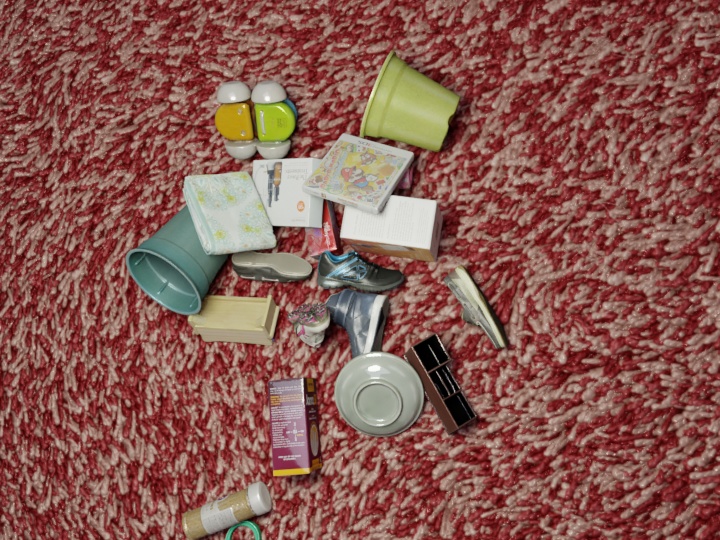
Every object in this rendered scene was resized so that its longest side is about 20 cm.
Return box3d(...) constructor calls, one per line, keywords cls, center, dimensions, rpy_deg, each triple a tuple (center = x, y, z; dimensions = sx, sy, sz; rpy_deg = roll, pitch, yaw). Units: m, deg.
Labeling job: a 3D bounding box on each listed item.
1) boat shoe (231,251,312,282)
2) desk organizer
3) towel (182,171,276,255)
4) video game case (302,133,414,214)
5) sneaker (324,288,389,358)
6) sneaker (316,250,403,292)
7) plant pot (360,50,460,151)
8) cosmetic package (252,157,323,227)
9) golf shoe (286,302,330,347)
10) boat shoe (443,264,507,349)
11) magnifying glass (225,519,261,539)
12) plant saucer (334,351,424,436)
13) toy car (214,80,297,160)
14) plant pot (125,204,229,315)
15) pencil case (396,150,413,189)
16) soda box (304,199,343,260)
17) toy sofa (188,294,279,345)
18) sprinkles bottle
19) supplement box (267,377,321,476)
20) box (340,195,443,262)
box3d(cls="boat shoe", center=(-0.206, -0.004, 1.661), dimensions=(0.196, 0.058, 0.067), rpy_deg=(9, 48, 10))
box3d(cls="desk organizer", center=(0.175, 0.242, 1.511), dimensions=(0.071, 0.077, 0.202), rpy_deg=(-26, 76, -16))
box3d(cls="towel", center=(-0.294, -0.131, 1.583), dimensions=(0.169, 0.048, 0.202), rpy_deg=(-10, 66, -34))
box3d(cls="video game case", center=(-0.003, -0.214, 1.530), dimensions=(0.179, 0.023, 0.201), rpy_deg=(18, 51, 19))
box3d(cls="sneaker", center=(-0.025, 0.143, 1.583), dimensions=(0.144, 0.077, 0.206), rpy_deg=(12, 88, 18))
box3d(cls="sneaker", center=(0.000, 0.000, 1.578), dimensions=(0.196, 0.073, 0.084), rpy_deg=(2, 103, -1))
box3d(cls="plant pot", center=(0.119, -0.360, 1.584), dimensions=(0.182, 0.200, 0.203), rpy_deg=(23, 86, 2))
box3d(cls="cosmetic package", center=(-0.170, -0.177, 1.622), dimensions=(0.198, 0.051, 0.154), rpy_deg=(5, 94, 40))
box3d(cls="golf shoe", center=(-0.099, 0.123, 1.548), dimensions=(0.072, 0.200, 0.093), rpy_deg=(-30, 97, -16))
box3d(cls="boat shoe", center=(0.249, 0.087, 1.538), dimensions=(0.065, 0.072, 0.203), rpy_deg=(-32, 76, 16))
box3d(cls="magnifying glass", center=(-0.299, 0.651, 1.590), dimensions=(0.079, 0.022, 0.201), rpy_deg=(39, 92, 15))
box3d(cls="plant saucer", center=(0.038, 0.277, 1.518), dimensions=(0.196, 0.050, 0.204), rpy_deg=(2, 108, 7))
box3d(cls="toy car", center=(-0.237, -0.363, 1.674), dimensions=(0.196, 0.150, 0.178), rpy_deg=(4, 116, 16))
box3d(cls="plant pot", center=(-0.394, -0.039, 1.612), dimensions=(0.197, 0.202, 0.197), rpy_deg=(22, 52, 14))
box3d(cls="pencil case", center=(0.026, -0.228, 1.626), dimensions=(0.196, 0.087, 0.084), rpy_deg=(-1, 42, 12))
box3d(cls="soda box", center=(-0.096, -0.131, 1.645), dimensions=(0.069, 0.063, 0.204), rpy_deg=(-14, 79, 11))
box3d(cls="toy sofa", center=(-0.292, 0.111, 1.650), dimensions=(0.196, 0.098, 0.084), rpy_deg=(2, 57, 12))
box3d(cls="sprinkles bottle", center=(-0.299, 0.541, 1.582), dimensions=(0.197, 0.068, 0.069), rpy_deg=(-24, 77, 8))
box3d(cls="supplement box", center=(-0.144, 0.341, 1.558), dimensions=(0.084, 0.110, 0.204), rpy_deg=(-7, 80, 10))
box3d(cls="box", center=(0.072, -0.096, 1.558), dimensions=(0.196, 0.152, 0.108), rpy_deg=(8, 83, 14))
